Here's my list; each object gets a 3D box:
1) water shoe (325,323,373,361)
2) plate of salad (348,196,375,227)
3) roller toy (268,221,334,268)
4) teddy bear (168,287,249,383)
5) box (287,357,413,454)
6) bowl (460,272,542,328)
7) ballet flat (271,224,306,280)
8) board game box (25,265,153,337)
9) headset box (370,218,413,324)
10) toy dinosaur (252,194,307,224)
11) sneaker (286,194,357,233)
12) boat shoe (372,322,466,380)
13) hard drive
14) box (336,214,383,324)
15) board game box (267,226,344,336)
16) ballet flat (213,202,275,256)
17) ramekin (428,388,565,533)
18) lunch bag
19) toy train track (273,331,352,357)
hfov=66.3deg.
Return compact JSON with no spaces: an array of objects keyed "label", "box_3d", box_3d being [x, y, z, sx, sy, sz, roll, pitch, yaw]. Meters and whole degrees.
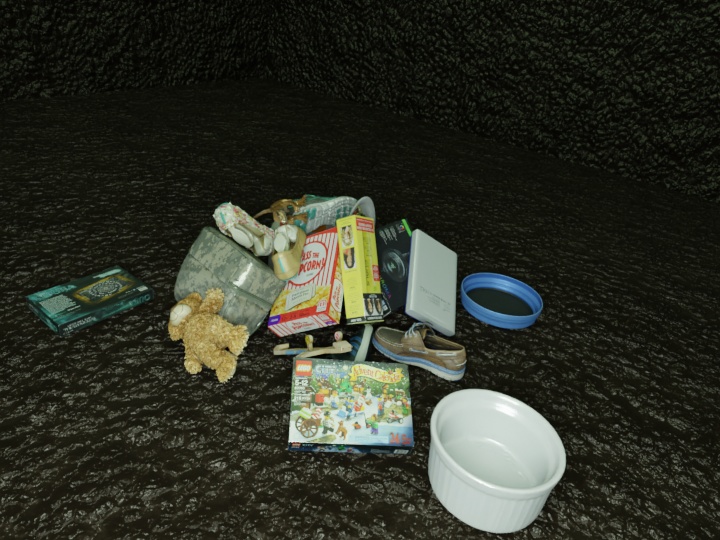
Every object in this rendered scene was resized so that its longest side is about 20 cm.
[{"label":"water shoe","box_3d":[-0.024,0.157,1.015,0.076,0.074,0.201,9,27,7]},{"label":"plate of salad","box_3d":[0.003,-0.071,1.308,0.047,0.206,0.200,15,28,20]},{"label":"roller toy","box_3d":[-0.125,-0.052,1.304,0.193,0.144,0.184,1,28,-15]},{"label":"teddy bear","box_3d":[-0.274,0.109,0.967,0.201,0.146,0.066,48,23,28]},{"label":"box","box_3d":[-0.016,0.216,0.882,0.193,0.038,0.140,4,55,-8]},{"label":"bowl","box_3d":[0.332,0.071,1.313,0.193,0.040,0.202,7,28,-3]},{"label":"ballet flat","box_3d":[-0.144,-0.056,1.090,0.067,0.064,0.202,-21,29,5]},{"label":"board game box","box_3d":[-0.539,0.055,1.107,0.133,0.029,0.198,25,33,30]},{"label":"headset box","box_3d":[0.064,-0.002,1.220,0.197,0.092,0.178,-20,80,-45]},{"label":"toy dinosaur","box_3d":[-0.166,-0.129,1.150,0.103,0.063,0.199,0,6,-19]},{"label":"sneaker","box_3d":[-0.091,-0.146,1.262,0.196,0.079,0.091,-12,40,-41]},{"label":"boat shoe","box_3d":[0.116,0.142,1.080,0.194,0.074,0.072,17,28,17]},{"label":"hard drive","box_3d":[0.157,0.025,1.202,0.130,0.025,0.205,28,52,-27]},{"label":"box","box_3d":[0.000,0.000,1.080,0.049,0.207,0.074,-11,-9,33]},{"label":"board game box","box_3d":[-0.099,0.021,1.104,0.148,0.046,0.205,-16,50,30]},{"label":"ballet flat","box_3d":[-0.224,-0.067,1.131,0.199,0.075,0.065,32,29,-50]},{"label":"ramekin","box_3d":[0.192,0.280,0.815,0.193,0.101,0.202,7,28,-4]},{"label":"lunch bag","box_3d":[-0.267,0.034,1.084,0.198,0.170,0.139,32,-4,35]},{"label":"toy train track","box_3d":[-0.091,0.130,0.978,0.113,0.034,0.197,-4,-5,-44]}]
